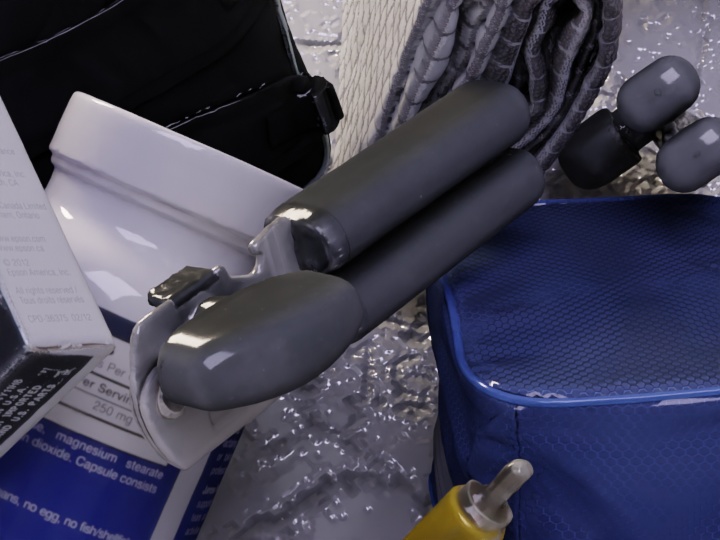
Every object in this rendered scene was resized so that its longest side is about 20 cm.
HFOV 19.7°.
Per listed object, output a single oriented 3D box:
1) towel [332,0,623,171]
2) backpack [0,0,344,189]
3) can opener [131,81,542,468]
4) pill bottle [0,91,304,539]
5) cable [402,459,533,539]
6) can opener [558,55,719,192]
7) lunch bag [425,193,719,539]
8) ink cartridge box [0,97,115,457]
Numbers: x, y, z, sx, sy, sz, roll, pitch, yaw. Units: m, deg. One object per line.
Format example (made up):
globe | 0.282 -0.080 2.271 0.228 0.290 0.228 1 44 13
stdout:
towel | 0.049 -0.104 0.839 0.085 0.201 0.167 11 50 -9
backpack | -0.133 -0.073 0.822 0.199 0.178 0.150 -33 40 -15
can opener | 0.000 0.000 0.683 0.066 0.053 0.200 9 34 38
pill bottle | -0.098 0.046 0.734 0.115 0.116 0.201 24 90 11
cable | -0.009 0.140 0.679 0.050 0.200 0.098 22 49 -28
can opener | 0.117 -0.050 0.828 0.066 0.200 0.053 -35 89 4
lunch bag | 0.095 0.068 0.745 0.134 0.134 0.200 -3 24 -2
ink cartridge box | -0.189 0.001 0.696 0.043 0.198 0.201 9 46 -51
